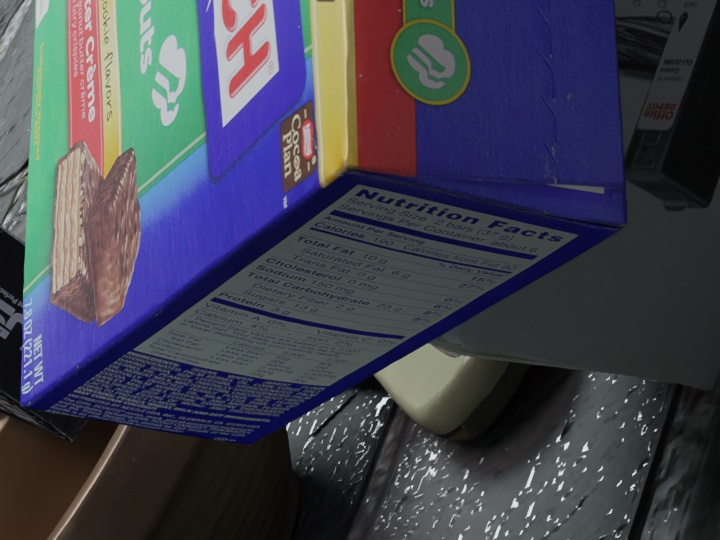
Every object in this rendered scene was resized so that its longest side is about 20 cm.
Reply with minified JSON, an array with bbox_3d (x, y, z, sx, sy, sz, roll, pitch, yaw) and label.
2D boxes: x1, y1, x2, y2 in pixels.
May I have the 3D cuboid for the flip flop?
[{"bbox_3d":[0.000,0.000,0.917,0.081,0.057,0.200,-65,23,8],"label":"flip flop"}]

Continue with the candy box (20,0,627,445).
[{"bbox_3d":[-0.017,-0.064,0.701,0.200,0.077,0.170,-33,53,57],"label":"candy box"}]

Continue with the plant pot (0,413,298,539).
[{"bbox_3d":[-0.085,0.083,0.938,0.201,0.093,0.201,-46,22,24],"label":"plant pot"}]

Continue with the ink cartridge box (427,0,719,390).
[{"bbox_3d":[0.061,-0.089,0.735,0.144,0.083,0.201,48,122,59],"label":"ink cartridge box"}]

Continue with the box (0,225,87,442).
[{"bbox_3d":[-0.172,-0.015,0.925,0.044,0.160,0.200,-56,21,-10],"label":"box"}]
